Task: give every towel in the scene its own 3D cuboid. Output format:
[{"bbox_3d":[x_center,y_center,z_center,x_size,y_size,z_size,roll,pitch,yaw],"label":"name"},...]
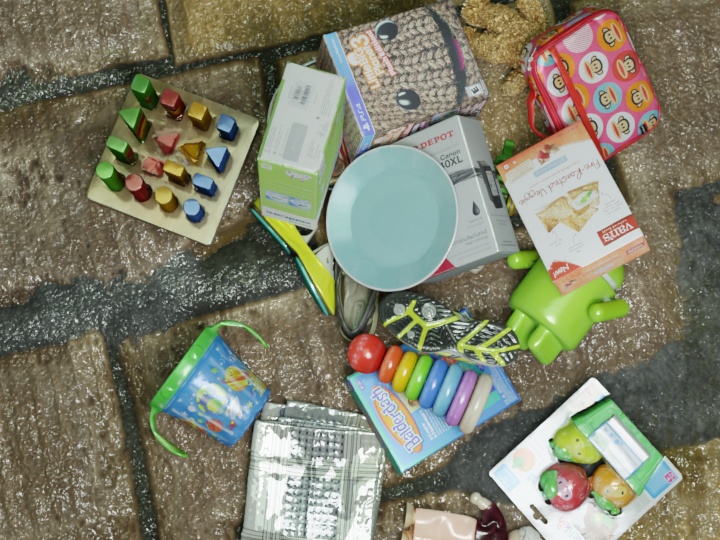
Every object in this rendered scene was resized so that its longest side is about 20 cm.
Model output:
[{"bbox_3d":[-0.062,0.288,1.729,0.190,0.035,0.203,7,81,2],"label":"towel"}]

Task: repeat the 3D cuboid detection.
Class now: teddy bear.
[{"bbox_3d":[0.230,-0.333,1.807,0.199,0.067,0.146,37,85,6],"label":"teddy bear"}]

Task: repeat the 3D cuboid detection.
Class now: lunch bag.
[{"bbox_3d":[0.313,-0.253,1.753,0.175,0.082,0.201,-32,111,-3],"label":"lunch bag"}]

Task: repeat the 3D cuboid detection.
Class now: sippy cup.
[{"bbox_3d":[-0.200,0.168,1.708,0.130,0.140,0.178,36,122,-5],"label":"sippy cup"}]

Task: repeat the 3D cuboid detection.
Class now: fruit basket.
[{"bbox_3d":[0.308,0.280,1.698,0.200,0.094,0.186,-41,83,-2],"label":"fruit basket"}]

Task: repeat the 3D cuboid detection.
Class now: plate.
[{"bbox_3d":[0.046,-0.071,1.706,0.198,0.026,0.203,-3,83,25],"label":"plate"}]

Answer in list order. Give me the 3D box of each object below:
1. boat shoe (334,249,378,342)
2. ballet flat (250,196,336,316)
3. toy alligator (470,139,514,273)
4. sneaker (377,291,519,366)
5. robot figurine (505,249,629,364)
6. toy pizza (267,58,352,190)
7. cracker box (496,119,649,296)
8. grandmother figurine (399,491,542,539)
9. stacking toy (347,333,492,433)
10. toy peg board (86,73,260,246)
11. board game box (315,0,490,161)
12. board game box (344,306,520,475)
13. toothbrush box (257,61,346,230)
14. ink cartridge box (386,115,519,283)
[{"bbox_3d":[0.000,0.000,1.757,0.072,0.065,0.203,-2,80,2],"label":"boat shoe"},{"bbox_3d":[-0.078,-0.032,1.765,0.067,0.067,0.201,-35,80,-7],"label":"ballet flat"},{"bbox_3d":[0.191,-0.096,1.776,0.059,0.054,0.202,16,82,4],"label":"toy alligator"},{"bbox_3d":[0.116,0.089,1.688,0.198,0.076,0.076,22,76,5],"label":"sneaker"},{"bbox_3d":[0.286,0.029,1.724,0.175,0.116,0.201,35,83,38],"label":"robot figurine"},{"bbox_3d":[-0.038,-0.218,1.809,0.197,0.032,0.203,0,81,1],"label":"toy pizza"},{"bbox_3d":[0.284,-0.085,1.672,0.133,0.058,0.201,-28,61,10],"label":"cracker box"},{"bbox_3d":[0.156,0.364,1.706,0.197,0.061,0.123,11,108,-1],"label":"grandmother figurine"},{"bbox_3d":[0.074,0.143,1.671,0.198,0.085,0.086,24,82,4],"label":"stacking toy"},{"bbox_3d":[-0.273,-0.168,1.771,0.197,0.098,0.202,21,82,4],"label":"toy peg board"},{"bbox_3d":[0.058,-0.271,1.763,0.198,0.097,0.161,-19,78,-14],"label":"board game box"},{"bbox_3d":[0.100,0.167,1.729,0.199,0.045,0.153,-29,82,-12],"label":"board game box"},{"bbox_3d":[-0.078,-0.164,1.674,0.085,0.200,0.147,15,72,4],"label":"toothbrush box"},{"bbox_3d":[0.119,-0.099,1.735,0.144,0.083,0.202,-21,80,28],"label":"ink cartridge box"}]
